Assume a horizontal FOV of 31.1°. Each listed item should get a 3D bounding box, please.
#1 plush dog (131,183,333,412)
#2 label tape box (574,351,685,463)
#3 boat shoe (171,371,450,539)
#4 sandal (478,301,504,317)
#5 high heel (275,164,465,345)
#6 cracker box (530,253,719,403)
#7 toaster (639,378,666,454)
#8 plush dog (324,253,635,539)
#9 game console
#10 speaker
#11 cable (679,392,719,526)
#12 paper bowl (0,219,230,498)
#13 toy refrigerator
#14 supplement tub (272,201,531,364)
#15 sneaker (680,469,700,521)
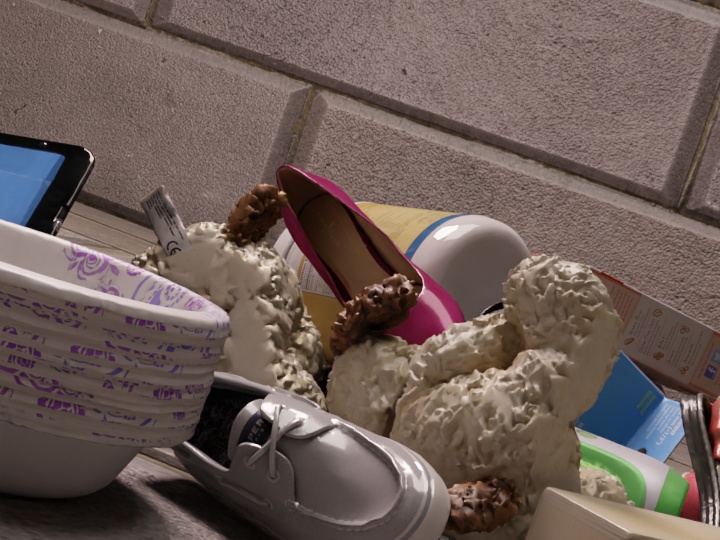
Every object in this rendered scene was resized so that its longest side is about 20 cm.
[{"bbox_3d":[-0.087,0.044,0.894,0.198,0.162,0.172,20,-21,16],"label":"plush dog"},{"bbox_3d":[0.142,0.114,1.008,0.199,0.143,0.066,20,-27,54],"label":"label tape box"},{"bbox_3d":[-0.041,0.092,0.656,0.199,0.072,0.069,22,-18,49],"label":"boat shoe"},{"bbox_3d":[0.098,0.060,0.889,0.075,0.048,0.200,23,34,21],"label":"sandal"},{"bbox_3d":[0.000,0.000,0.885,0.096,0.067,0.200,46,-3,-39],"label":"high heel"},{"bbox_3d":[0.238,0.053,1.132,0.198,0.058,0.134,25,-2,-19],"label":"cracker box"},{"bbox_3d":[0.181,0.136,1.159,0.198,0.130,0.113,19,1,-28],"label":"toaster"},{"bbox_3d":[0.048,0.097,0.744,0.160,0.202,0.171,-24,22,-40],"label":"plush dog"},{"bbox_3d":[-0.299,-0.065,0.840,0.198,0.118,0.176,9,-12,8],"label":"game console"},{"bbox_3d":[0.120,0.143,0.892,0.198,0.089,0.088,20,2,16],"label":"speaker"},{"bbox_3d":[0.256,0.152,0.892,0.097,0.050,0.200,52,30,-15],"label":"cable"},{"bbox_3d":[-0.170,0.038,0.618,0.199,0.105,0.201,21,2,-1],"label":"paper bowl"},{"bbox_3d":[0.174,0.177,0.687,0.199,0.077,0.070,20,1,-36],"label":"toy refrigerator"},{"bbox_3d":[0.029,0.022,1.035,0.144,0.146,0.199,18,-6,-41],"label":"supplement tub"},{"bbox_3d":[0.268,0.195,1.027,0.073,0.088,0.200,20,1,-11],"label":"sneaker"}]
